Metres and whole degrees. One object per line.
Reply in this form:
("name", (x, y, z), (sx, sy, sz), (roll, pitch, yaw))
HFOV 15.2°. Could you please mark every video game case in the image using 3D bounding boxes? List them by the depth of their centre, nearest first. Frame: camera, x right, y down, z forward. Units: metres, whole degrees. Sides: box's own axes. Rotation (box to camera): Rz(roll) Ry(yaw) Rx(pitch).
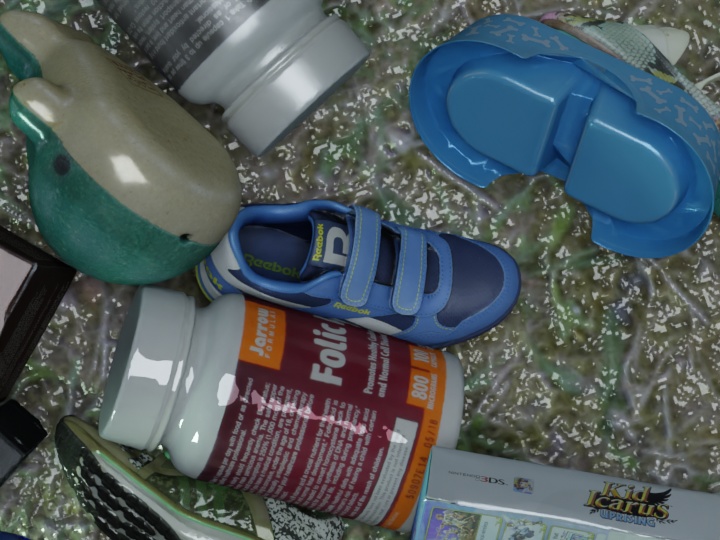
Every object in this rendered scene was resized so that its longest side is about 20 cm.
("video game case", (0.114, 0.194, 1.605), (0.181, 0.200, 0.045), (9, 47, -2))

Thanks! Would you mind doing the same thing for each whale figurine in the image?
("whale figurine", (-0.160, -0.071, 1.605), (0.104, 0.159, 0.200), (-51, 55, 15))

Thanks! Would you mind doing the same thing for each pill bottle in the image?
("pill bottle", (-0.048, 0.079, 1.616), (0.200, 0.114, 0.114), (16, 89, -11))
("pill bottle", (-0.094, -0.173, 1.629), (0.114, 0.114, 0.200), (-41, 91, -1))

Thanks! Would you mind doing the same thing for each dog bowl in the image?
("dog bowl", (0.129, -0.085, 1.633), (0.200, 0.112, 0.050), (27, 47, 11))

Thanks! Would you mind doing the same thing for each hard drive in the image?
("hard drive", (-0.246, 0.140, 1.580), (0.038, 0.200, 0.140), (42, 89, -1))

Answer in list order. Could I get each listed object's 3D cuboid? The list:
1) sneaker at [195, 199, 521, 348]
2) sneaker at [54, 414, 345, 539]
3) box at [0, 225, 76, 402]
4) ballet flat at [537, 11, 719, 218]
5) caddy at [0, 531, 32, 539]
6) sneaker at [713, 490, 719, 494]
("sneaker", (0.000, 0.000, 1.641), (0.200, 0.082, 0.074), (4, 70, -3))
("sneaker", (-0.096, 0.140, 1.663), (0.200, 0.077, 0.089), (34, 58, 0))
("box", (-0.229, 0.024, 1.580), (0.075, 0.200, 0.100), (29, 89, -1))
("ballet flat", (0.197, -0.104, 1.667), (0.200, 0.069, 0.071), (41, 71, -5))
("caddy", (-0.153, 0.233, 1.613), (0.200, 0.141, 0.105), (36, 94, -2))
("sneaker", (0.223, 0.170, 1.657), (0.200, 0.071, 0.073), (-14, 90, -2))
